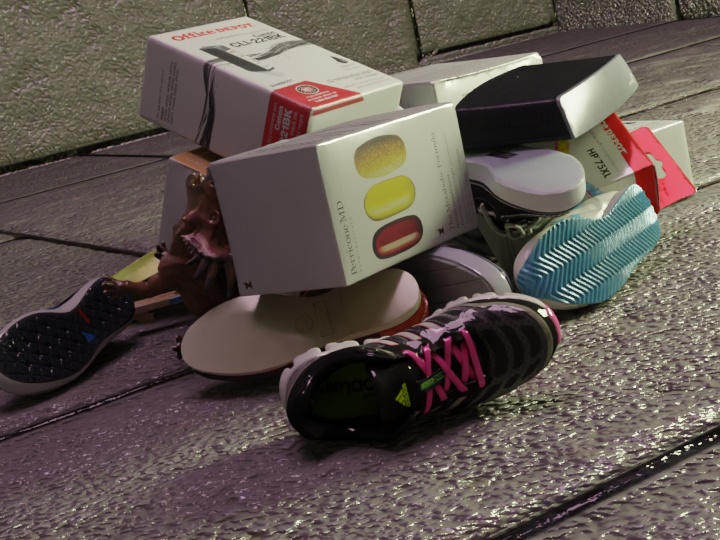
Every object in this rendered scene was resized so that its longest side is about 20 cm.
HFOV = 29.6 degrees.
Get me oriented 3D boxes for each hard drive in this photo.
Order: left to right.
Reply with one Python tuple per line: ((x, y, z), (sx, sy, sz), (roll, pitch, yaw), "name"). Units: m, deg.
((0.167, -0.156, 1.241), (0.134, 0.042, 0.200), (-2, 19, 29), "hard drive")

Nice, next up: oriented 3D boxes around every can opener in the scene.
((0.098, -0.043, 1.428), (0.067, 0.053, 0.200), (-49, 18, -7), "can opener")

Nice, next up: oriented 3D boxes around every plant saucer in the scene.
((-0.194, -0.008, 1.453), (0.200, 0.031, 0.200), (-27, 11, 6), "plant saucer")

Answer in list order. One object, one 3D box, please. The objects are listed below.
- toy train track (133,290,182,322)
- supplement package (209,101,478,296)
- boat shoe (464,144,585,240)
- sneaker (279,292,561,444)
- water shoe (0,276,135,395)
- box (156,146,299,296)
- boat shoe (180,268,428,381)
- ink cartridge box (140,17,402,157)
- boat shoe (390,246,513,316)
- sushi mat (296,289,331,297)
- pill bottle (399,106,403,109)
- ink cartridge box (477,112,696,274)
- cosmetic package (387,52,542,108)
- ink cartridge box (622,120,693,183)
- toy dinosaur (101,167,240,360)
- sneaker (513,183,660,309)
((-0.130, 0.023, 1.350), (0.199, 0.033, 0.115), (-15, 15, -14), "toy train track")
((-0.008, -0.059, 1.099), (0.109, 0.114, 0.200), (-6, 12, 37), "supplement package")
((0.131, -0.062, 1.156), (0.073, 0.068, 0.199), (-21, 20, -21), "boat shoe")
((0.037, 0.072, 0.901), (0.199, 0.074, 0.087), (-15, 12, 9), "sneaker")
((-0.279, 0.072, 1.237), (0.079, 0.072, 0.200), (-36, 0, 32), "water shoe")
((-0.071, -0.057, 1.305), (0.152, 0.107, 0.200), (24, 29, 25), "box")
((-0.042, 0.051, 1.087), (0.199, 0.071, 0.063), (-15, -29, 5), "boat shoe")
((-0.085, -0.160, 1.272), (0.200, 0.084, 0.144), (26, 30, 28), "ink cartridge box")
((0.066, 0.006, 1.153), (0.062, 0.072, 0.200), (-28, 17, -30), "boat shoe")
((0.000, 0.000, 1.253), (0.200, 0.012, 0.096), (-25, -19, -50), "sushi mat")
((-0.017, -0.088, 1.487), (0.200, 0.111, 0.111), (-38, 19, -12), "pill bottle")
((0.203, -0.089, 1.289), (0.199, 0.067, 0.116), (-23, 46, -3), "ink cartridge box")
((0.106, -0.158, 1.630), (0.167, 0.167, 0.200), (-19, 14, -31), "cosmetic package")
((0.236, -0.107, 1.478), (0.144, 0.084, 0.200), (-20, 15, -30), "ink cartridge box")
((-0.120, 0.014, 1.152), (0.135, 0.200, 0.086), (-5, 49, 33), "toy dinosaur")
((0.182, -0.011, 1.158), (0.081, 0.077, 0.200), (-24, 2, 40), "sneaker")
